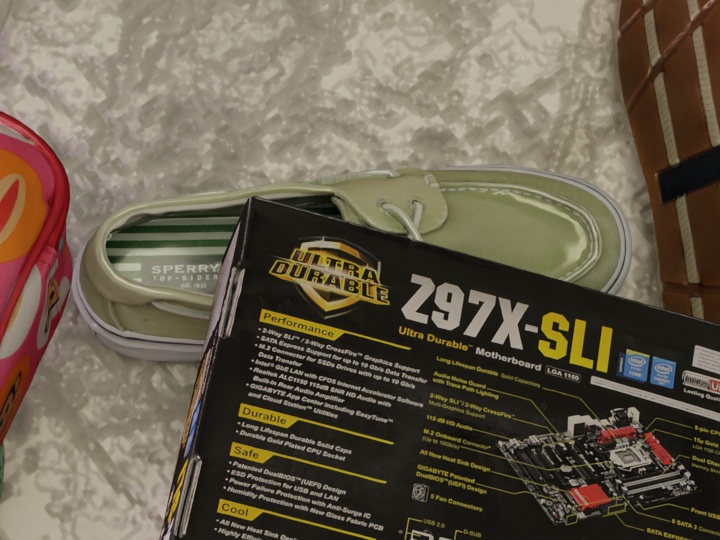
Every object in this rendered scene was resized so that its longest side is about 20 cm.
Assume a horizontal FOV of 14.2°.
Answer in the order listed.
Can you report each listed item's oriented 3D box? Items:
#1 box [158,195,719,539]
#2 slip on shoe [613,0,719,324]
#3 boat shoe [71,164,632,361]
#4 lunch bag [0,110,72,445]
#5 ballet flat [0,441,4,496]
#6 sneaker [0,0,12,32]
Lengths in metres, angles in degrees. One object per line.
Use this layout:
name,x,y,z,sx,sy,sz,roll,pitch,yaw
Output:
box,0.040,0.076,0.912,0.199,0.049,0.161,15,53,-6
slip on shoe,0.141,-0.049,1.032,0.060,0.076,0.201,13,64,-43
boat shoe,0.000,0.000,1.004,0.198,0.062,0.073,-7,80,-8
lunch bag,-0.196,0.026,0.906,0.175,0.082,0.201,19,65,3
ballet flat,-0.170,0.125,0.939,0.074,0.074,0.200,42,63,3
sneaker,-0.119,-0.165,1.018,0.072,0.072,0.202,8,78,12
